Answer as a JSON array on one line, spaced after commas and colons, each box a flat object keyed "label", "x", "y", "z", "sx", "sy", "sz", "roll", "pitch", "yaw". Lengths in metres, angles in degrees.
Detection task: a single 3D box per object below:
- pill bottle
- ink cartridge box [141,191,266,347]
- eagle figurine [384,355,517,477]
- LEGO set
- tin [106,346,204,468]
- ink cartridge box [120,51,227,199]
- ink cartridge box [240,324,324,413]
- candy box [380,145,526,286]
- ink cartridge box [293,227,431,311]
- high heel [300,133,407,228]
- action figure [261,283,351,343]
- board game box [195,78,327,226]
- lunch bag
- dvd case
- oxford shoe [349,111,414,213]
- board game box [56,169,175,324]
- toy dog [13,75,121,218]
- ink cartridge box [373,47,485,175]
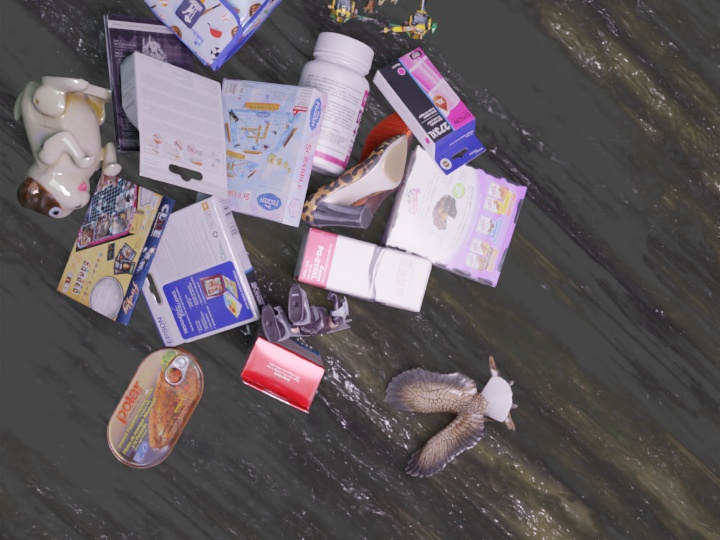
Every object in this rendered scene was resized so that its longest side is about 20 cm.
[{"label": "pill bottle", "x": -0.050, "y": -0.260, "z": 1.375, "sx": 0.111, "sy": 0.113, "sz": 0.205, "roll": 16, "pitch": 90, "yaw": -7}, {"label": "ink cartridge box", "x": -0.262, "y": 0.004, "z": 1.370, "sx": 0.196, "sy": 0.047, "sz": 0.202, "roll": -17, "pitch": 98, "yaw": 30}, {"label": "eagle figurine", "x": 0.153, "y": 0.236, "z": 1.417, "sx": 0.195, "sy": 0.152, "sz": 0.155, "roll": -10, "pitch": 114, "yaw": -11}, {"label": "LEGO set", "x": 0.043, "y": -0.455, "z": 1.376, "sx": 0.196, "sy": 0.116, "sz": 0.157, "roll": 18, "pitch": 90, "yaw": -7}, {"label": "tin", "x": -0.327, "y": 0.217, "z": 1.393, "sx": 0.111, "sy": 0.042, "sz": 0.203, "roll": 30, "pitch": 92, "yaw": -11}, {"label": "ink cartridge box", "x": -0.277, "y": -0.209, "z": 1.306, "sx": 0.158, "sy": 0.047, "sz": 0.205, "roll": 13, "pitch": 63, "yaw": -45}, {"label": "ink cartridge box", "x": -0.120, "y": 0.148, "z": 1.338, "sx": 0.114, "sy": 0.200, "sz": 0.068, "roll": 26, "pitch": 90, "yaw": -7}, {"label": "candy box", "x": 0.151, "y": -0.088, "z": 1.428, "sx": 0.196, "sy": 0.072, "sz": 0.172, "roll": 20, "pitch": 89, "yaw": -8}, {"label": "ink cartridge box", "x": 0.000, "y": 0.000, "z": 1.375, "sx": 0.195, "sy": 0.145, "sz": 0.086, "roll": 15, "pitch": 88, "yaw": -7}, {"label": "high heel", "x": -0.014, "y": -0.146, "z": 1.347, "sx": 0.202, "sy": 0.140, "sz": 0.072, "roll": -59, "pitch": 139, "yaw": -32}, {"label": "action figure", "x": -0.085, "y": 0.070, "z": 1.346, "sx": 0.127, "sy": 0.200, "sz": 0.071, "roll": -20, "pitch": 80, "yaw": 12}, {"label": "board game box", "x": -0.155, "y": -0.185, "z": 1.340, "sx": 0.197, "sy": 0.041, "sz": 0.205, "roll": 15, "pitch": 92, "yaw": 37}, {"label": "lunch bag", "x": -0.219, "y": -0.437, "z": 1.342, "sx": 0.170, "sy": 0.124, "sz": 0.200, "roll": 43, "pitch": 88, "yaw": -7}, {"label": "dvd case", "x": -0.320, "y": -0.286, "z": 1.348, "sx": 0.147, "sy": 0.016, "sz": 0.206, "roll": -8, "pitch": 95, "yaw": -44}, {"label": "oxford shoe", "x": 0.041, "y": -0.178, "z": 1.424, "sx": 0.202, "sy": 0.070, "sz": 0.073, "roll": -55, "pitch": 138, "yaw": -11}, {"label": "board game box", "x": -0.380, "y": -0.038, "z": 1.349, "sx": 0.133, "sy": 0.034, "sz": 0.204, "roll": 22, "pitch": 90, "yaw": 26}, {"label": "toy dog", "x": -0.458, "y": -0.182, "z": 1.317, "sx": 0.189, "sy": 0.139, "sz": 0.206, "roll": 6, "pitch": 92, "yaw": 11}, {"label": "ink cartridge box", "x": 0.114, "y": -0.256, "z": 1.396, "sx": 0.094, "sy": 0.037, "sz": 0.202, "roll": -32, "pitch": 81, "yaw": -25}]
